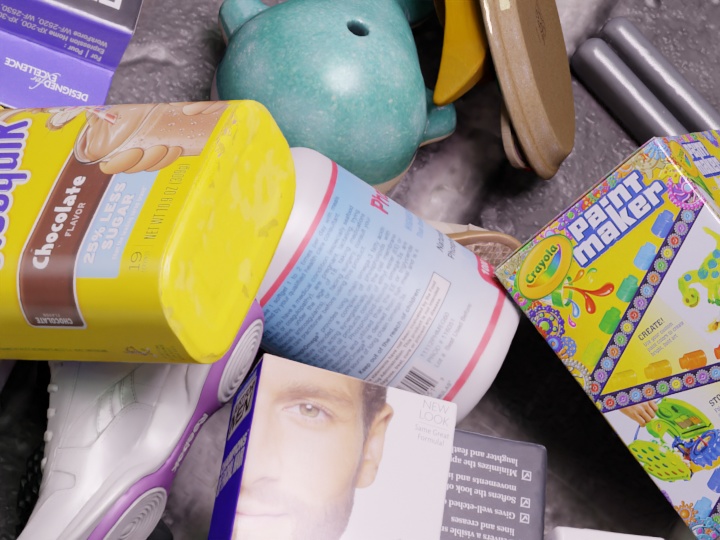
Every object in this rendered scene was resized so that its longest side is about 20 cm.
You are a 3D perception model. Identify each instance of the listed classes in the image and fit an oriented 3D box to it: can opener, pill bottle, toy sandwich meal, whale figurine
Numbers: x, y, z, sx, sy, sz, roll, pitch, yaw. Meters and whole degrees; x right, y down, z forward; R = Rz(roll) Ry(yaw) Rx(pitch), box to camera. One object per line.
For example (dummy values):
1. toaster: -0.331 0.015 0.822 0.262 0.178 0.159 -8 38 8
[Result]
1. can opener: 0.219 -0.083 1.564 0.200 0.067 0.053 46 61 10
2. pill bottle: -0.018 0.002 1.365 0.200 0.109 0.109 33 59 -15
3. toy sandwich meal: 0.075 -0.149 1.498 0.070 0.205 0.206 -12 66 14
4. whale figurine: -0.007 -0.132 1.470 0.159 0.104 0.200 28 47 -1

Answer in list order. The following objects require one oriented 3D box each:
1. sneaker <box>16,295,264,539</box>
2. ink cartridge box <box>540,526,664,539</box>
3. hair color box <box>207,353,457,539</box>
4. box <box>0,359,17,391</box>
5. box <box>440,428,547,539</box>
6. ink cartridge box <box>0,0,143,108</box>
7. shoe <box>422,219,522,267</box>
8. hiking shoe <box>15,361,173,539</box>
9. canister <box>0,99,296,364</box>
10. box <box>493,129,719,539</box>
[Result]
1. sneaker: -0.135 0.080 1.289 0.099 0.075 0.200 28 72 15
2. ink cartridge box: 0.117 0.253 1.336 0.067 0.116 0.201 9 65 -16
3. hair color box: -0.022 0.153 1.238 0.109 0.065 0.201 15 61 -12
4. box: -0.205 0.038 1.360 0.039 0.041 0.201 27 59 -6
5. box: 0.012 0.189 1.331 0.148 0.107 0.201 13 62 -14
6. ink cartridge box: -0.220 -0.201 1.464 0.197 0.043 0.201 18 63 -12
7. shoe: 0.000 0.000 1.453 0.199 0.053 0.070 4 95 -14
8. hiking shoe: -0.133 0.070 1.359 0.086 0.074 0.201 14 73 -18
9. canister: -0.146 -0.020 1.259 0.087 0.199 0.149 59 42 -41
10. box: 0.203 0.030 1.411 0.193 0.122 0.200 53 18 9
